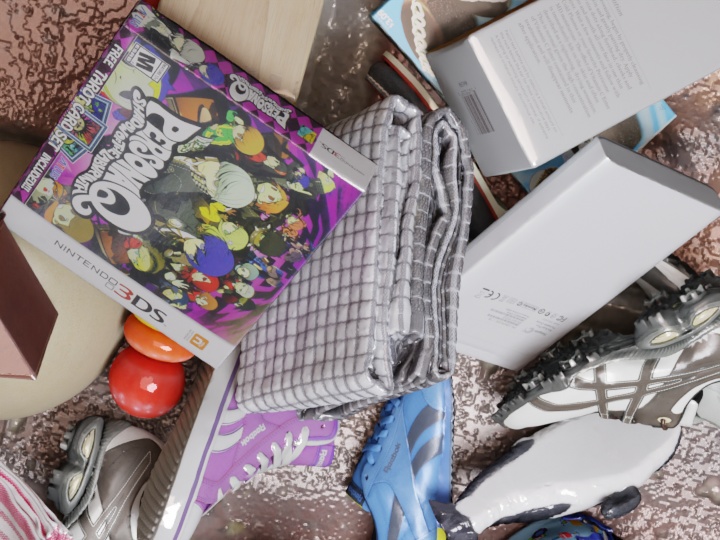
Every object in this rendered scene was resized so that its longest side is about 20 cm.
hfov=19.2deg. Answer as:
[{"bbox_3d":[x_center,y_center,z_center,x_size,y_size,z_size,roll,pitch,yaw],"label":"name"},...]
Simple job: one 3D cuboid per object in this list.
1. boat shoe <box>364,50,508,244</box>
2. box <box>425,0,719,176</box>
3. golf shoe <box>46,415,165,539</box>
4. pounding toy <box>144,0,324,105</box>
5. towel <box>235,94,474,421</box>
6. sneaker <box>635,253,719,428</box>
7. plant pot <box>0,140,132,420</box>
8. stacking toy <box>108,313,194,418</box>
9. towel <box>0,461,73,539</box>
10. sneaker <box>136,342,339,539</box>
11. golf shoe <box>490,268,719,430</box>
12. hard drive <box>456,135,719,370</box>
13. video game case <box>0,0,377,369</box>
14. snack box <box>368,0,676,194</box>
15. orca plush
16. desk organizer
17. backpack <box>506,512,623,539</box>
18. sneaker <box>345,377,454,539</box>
[{"bbox_3d":[0.056,-0.060,1.503,0.063,0.071,0.200,-32,103,5],"label":"boat shoe"},{"bbox_3d":[0.162,-0.152,1.425,0.200,0.124,0.098,-28,95,-11],"label":"box"},{"bbox_3d":[-0.186,0.206,1.513,0.094,0.078,0.200,17,98,1],"label":"golf shoe"},{"bbox_3d":[-0.102,-0.174,1.434,0.142,0.200,0.184,16,83,-5],"label":"pounding toy"},{"bbox_3d":[0.000,0.000,1.432,0.085,0.165,0.200,14,70,-34],"label":"towel"},{"bbox_3d":[0.242,0.060,1.526,0.079,0.074,0.200,-38,98,7],"label":"sneaker"},{"bbox_3d":[-0.258,0.015,1.464,0.200,0.134,0.201,0,98,-2],"label":"plant pot"},{"bbox_3d":[-0.129,0.011,1.474,0.085,0.085,0.200,20,110,-5],"label":"stacking toy"},{"bbox_3d":[-0.281,0.212,1.481,0.146,0.030,0.200,38,121,25],"label":"towel"},{"bbox_3d":[-0.075,0.128,1.481,0.114,0.073,0.201,32,58,-13],"label":"sneaker"},{"bbox_3d":[0.185,0.082,1.481,0.200,0.078,0.095,-28,101,29],"label":"golf shoe"},{"bbox_3d":[0.134,-0.007,1.457,0.132,0.027,0.200,19,132,-42],"label":"hard drive"},{"bbox_3d":[-0.115,-0.050,1.359,0.181,0.036,0.200,35,130,-8],"label":"video game case"},{"bbox_3d":[0.114,-0.145,1.506,0.116,0.037,0.200,-43,98,2],"label":"snack box"},{"bbox_3d":[0.142,0.164,1.530,0.200,0.071,0.105,-36,61,-28],"label":"orca plush"},{"bbox_3d":[-0.237,0.028,1.299,0.072,0.200,0.077,-29,101,1],"label":"desk organizer"},{"bbox_3d":[0.139,0.274,1.486,0.182,0.200,0.135,-33,101,3],"label":"backpack"},{"bbox_3d":[0.029,0.130,1.529,0.078,0.066,0.201,2,98,1],"label":"sneaker"}]
